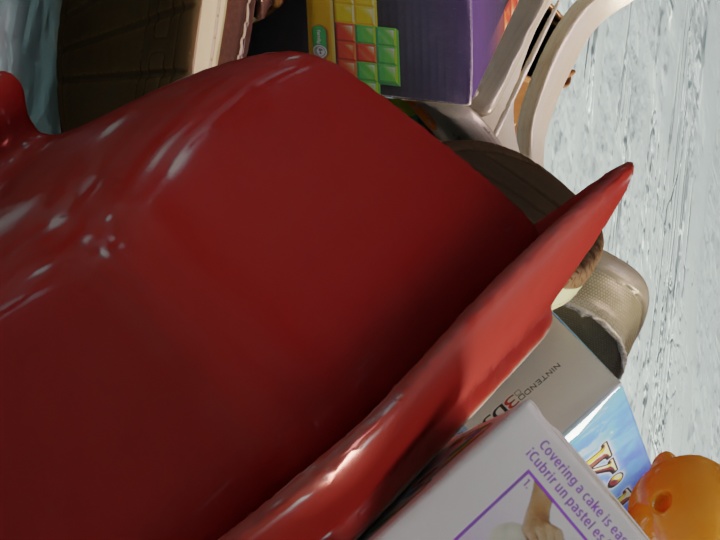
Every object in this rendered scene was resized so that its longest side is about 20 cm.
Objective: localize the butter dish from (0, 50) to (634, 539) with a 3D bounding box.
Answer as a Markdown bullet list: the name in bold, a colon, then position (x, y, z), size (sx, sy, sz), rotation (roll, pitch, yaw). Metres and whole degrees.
- **butter dish**: position (-0.061, 0.014, 0.758), size (0.148, 0.200, 0.199), rotation (50, 34, 0)

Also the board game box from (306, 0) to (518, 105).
- **board game box**: position (0.028, -0.178, 0.922), size (0.166, 0.056, 0.201), rotation (-66, 159, -52)

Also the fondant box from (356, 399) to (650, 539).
- **fondant box**: position (-0.031, 0.124, 0.725), size (0.200, 0.058, 0.144), rotation (-42, -179, -18)

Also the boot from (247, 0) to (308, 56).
- **boot**: position (-0.050, -0.018, 0.958), size (0.200, 0.065, 0.165), rotation (-60, 146, -52)

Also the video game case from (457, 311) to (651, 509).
- **video game case**: position (0.031, 0.126, 1.077), size (0.181, 0.045, 0.200), rotation (-42, 151, -8)

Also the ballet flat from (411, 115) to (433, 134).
- **ballet flat**: position (0.000, 0.000, 1.124), size (0.073, 0.073, 0.201), rotation (75, 16, -46)

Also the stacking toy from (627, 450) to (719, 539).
- **stacking toy**: position (0.039, 0.111, 0.866), size (0.109, 0.200, 0.116), rotation (19, 43, -37)

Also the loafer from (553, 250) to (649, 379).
- **loafer**: position (0.046, 0.062, 1.132), size (0.200, 0.075, 0.068), rotation (124, -19, -46)

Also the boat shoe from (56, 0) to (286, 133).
- **boat shoe**: position (-0.040, -0.103, 0.910), size (0.072, 0.072, 0.201), rotation (17, 70, -38)

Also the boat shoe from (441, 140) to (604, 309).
- **boat shoe**: position (0.012, 0.013, 0.962), size (0.076, 0.072, 0.200), rotation (-58, 163, 25)

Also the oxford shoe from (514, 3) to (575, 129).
- **oxford shoe**: position (0.068, -0.090, 1.363), size (0.200, 0.071, 0.072), rotation (31, 59, -74)

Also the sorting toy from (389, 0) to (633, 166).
- **sorting toy**: position (0.064, -0.110, 1.131), size (0.201, 0.106, 0.180), rotation (-63, 151, -17)
